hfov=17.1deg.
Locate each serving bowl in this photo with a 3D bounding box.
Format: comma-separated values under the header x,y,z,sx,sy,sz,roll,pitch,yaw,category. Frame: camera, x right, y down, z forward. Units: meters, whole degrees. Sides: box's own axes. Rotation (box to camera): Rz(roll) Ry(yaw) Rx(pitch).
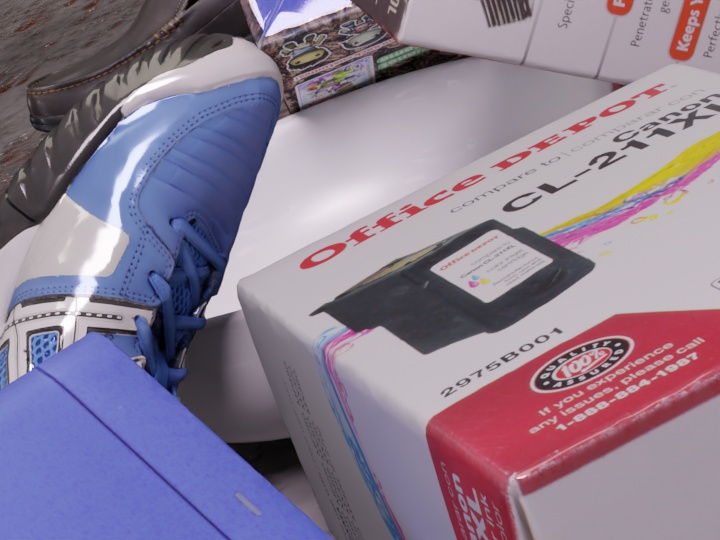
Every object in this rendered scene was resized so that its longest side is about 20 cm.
x,y,z,sx,sy,sz,roll,pitch,yaw,category
0.000,0.000,0.757,0.199,0.066,0.200,-21,17,6,serving bowl

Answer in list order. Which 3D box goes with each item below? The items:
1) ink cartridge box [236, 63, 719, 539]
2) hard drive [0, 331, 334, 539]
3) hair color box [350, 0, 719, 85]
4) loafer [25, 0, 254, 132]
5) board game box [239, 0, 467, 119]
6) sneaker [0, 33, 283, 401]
x,y,z,sx,sy,sz,roll,pitch,yaw,category
0.070,0.026,0.566,0.145,0.083,0.200,-27,18,-12,ink cartridge box
-0.091,0.104,0.510,0.199,0.025,0.132,-33,59,-32,hard drive
0.103,-0.112,0.723,0.199,0.112,0.064,8,18,-25,hair color box
-0.086,-0.129,1.232,0.199,0.073,0.073,-21,18,6,loafer
-0.005,-0.139,0.886,0.096,0.160,0.200,-20,-13,2,board game box
-0.071,0.031,0.636,0.077,0.076,0.201,29,88,26,sneaker
